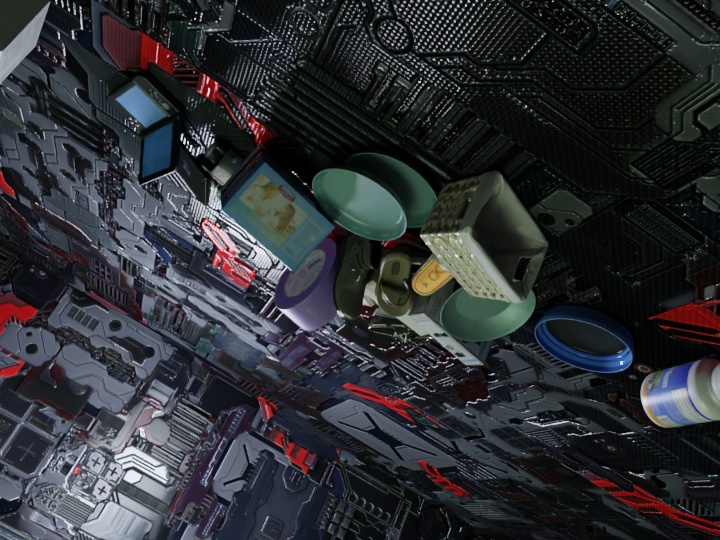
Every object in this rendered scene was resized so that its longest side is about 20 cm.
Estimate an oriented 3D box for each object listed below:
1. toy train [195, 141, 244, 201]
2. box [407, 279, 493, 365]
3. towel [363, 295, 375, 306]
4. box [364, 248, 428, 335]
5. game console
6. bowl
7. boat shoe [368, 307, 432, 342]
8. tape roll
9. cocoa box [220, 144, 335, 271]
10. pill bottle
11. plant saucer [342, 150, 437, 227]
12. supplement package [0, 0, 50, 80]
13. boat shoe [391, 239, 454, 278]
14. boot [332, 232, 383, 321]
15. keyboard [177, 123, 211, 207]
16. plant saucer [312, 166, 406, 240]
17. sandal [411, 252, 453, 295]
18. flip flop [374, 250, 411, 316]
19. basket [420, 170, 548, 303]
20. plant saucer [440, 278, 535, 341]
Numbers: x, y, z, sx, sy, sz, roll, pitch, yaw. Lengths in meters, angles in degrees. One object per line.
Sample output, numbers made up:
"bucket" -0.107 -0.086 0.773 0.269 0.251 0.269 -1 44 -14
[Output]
"toy train" -0.265 -0.192 1.424 0.199 0.086 0.113 41 138 -18
"box" 0.207 0.106 1.444 0.199 0.118 0.060 41 154 -22
"towel" -0.070 0.044 1.705 0.197 0.030 0.147 2 144 42
"box" 0.100 0.051 1.479 0.199 0.096 0.077 35 153 -17
"game console" -0.460 -0.293 1.382 0.198 0.120 0.171 -6 139 48
"bowl" 0.458 0.139 1.347 0.197 0.040 0.202 23 154 12
"boat shoe" 0.113 0.151 1.677 0.197 0.064 0.071 10 149 33
"tape roll" -0.102 0.031 1.516 0.085 0.202 0.198 42 151 -27
"cocoa box" -0.168 -0.126 1.326 0.200 0.133 0.132 41 -169 -26
"pill bottle" 0.641 0.230 1.249 0.111 0.113 0.200 31 153 -7
"plant saucer" 0.057 -0.155 1.227 0.197 0.028 0.201 23 153 12
"supplement package" -0.721 -0.479 1.266 0.151 0.152 0.199 38 152 -22
"boat shoe" 0.152 -0.007 1.359 0.197 0.063 0.072 17 150 20
"boot" 0.000 0.000 1.378 0.067 0.204 0.130 9 167 -25
"keyboard" -0.360 -0.236 1.392 0.200 0.020 0.129 47 140 36
"plant saucer" 0.001 -0.131 1.248 0.197 0.028 0.201 22 153 11
"sandal" 0.167 -0.007 1.274 0.078 0.060 0.208 31 127 -7
"flip flop" 0.073 0.037 1.348 0.079 0.058 0.202 -5 143 -6
"basket" 0.213 -0.054 1.138 0.122 0.137 0.200 2 144 48
"plant saucer" 0.258 0.069 1.354 0.196 0.039 0.203 -4 138 -4
